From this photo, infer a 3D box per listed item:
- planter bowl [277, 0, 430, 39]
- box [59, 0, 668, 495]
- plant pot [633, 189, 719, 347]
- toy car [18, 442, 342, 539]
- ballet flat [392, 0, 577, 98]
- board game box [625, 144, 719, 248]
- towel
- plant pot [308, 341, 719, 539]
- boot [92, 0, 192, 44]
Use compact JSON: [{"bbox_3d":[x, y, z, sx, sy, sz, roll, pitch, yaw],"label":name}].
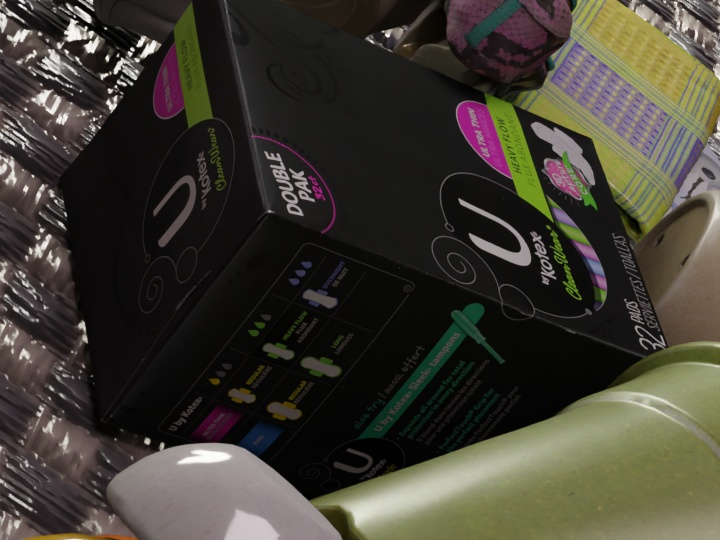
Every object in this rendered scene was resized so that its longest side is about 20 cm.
[{"bbox_3d":[-0.014,-0.189,1.258,0.200,0.200,0.135,37,56,-7],"label":"planter bowl"},{"bbox_3d":[0.000,0.000,1.069,0.200,0.124,0.149,21,35,-30],"label":"box"},{"bbox_3d":[0.170,0.043,1.126,0.134,0.200,0.200,37,30,-9],"label":"plant pot"},{"bbox_3d":[-0.046,0.161,0.801,0.200,0.175,0.150,44,-2,5],"label":"toy car"},{"bbox_3d":[0.051,-0.102,1.175,0.069,0.071,0.200,53,-2,0],"label":"ballet flat"},{"bbox_3d":[0.134,-0.010,1.314,0.200,0.043,0.199,6,43,-44],"label":"board game box"},{"bbox_3d":[0.113,-0.097,1.344,0.144,0.023,0.200,38,30,-3],"label":"towel"},{"bbox_3d":[0.059,0.132,0.935,0.189,0.200,0.200,-4,51,-35],"label":"plant pot"},{"bbox_3d":[-0.115,-0.159,1.193,0.073,0.096,0.200,-8,27,-33],"label":"boot"}]
